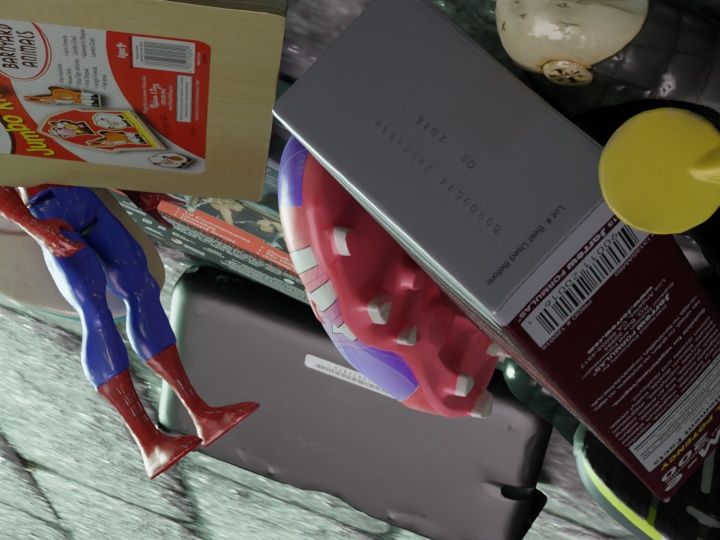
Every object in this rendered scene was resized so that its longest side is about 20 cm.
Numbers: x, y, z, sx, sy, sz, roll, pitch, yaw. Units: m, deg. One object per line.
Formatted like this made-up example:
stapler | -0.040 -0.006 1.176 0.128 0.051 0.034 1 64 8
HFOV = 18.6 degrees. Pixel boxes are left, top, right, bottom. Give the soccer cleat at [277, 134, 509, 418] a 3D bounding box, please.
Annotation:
soccer cleat | 0.000 0.000 0.831 0.076 0.067 0.200 16 163 28

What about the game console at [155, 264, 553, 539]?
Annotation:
game console | 0.006 0.064 1.151 0.199 0.117 0.176 19 132 10

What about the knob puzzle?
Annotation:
knob puzzle | -0.128 -0.076 0.760 0.219 0.031 0.220 4 163 1

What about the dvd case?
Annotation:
dvd case | -0.041 -0.034 0.912 0.146 0.022 0.200 25 163 -7

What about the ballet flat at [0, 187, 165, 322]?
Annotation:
ballet flat | -0.167 -0.042 0.948 0.200 0.070 0.069 26 167 29

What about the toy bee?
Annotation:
toy bee | 0.139 -0.041 0.572 0.130 0.109 0.200 -8 177 -16

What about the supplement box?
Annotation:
supplement box | 0.060 -0.004 0.727 0.109 0.061 0.200 44 179 30

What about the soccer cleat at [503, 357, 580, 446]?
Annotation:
soccer cleat | 0.144 0.094 0.963 0.200 0.081 0.067 28 162 -18

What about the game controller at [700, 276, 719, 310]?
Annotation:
game controller | 0.202 0.059 0.877 0.200 0.042 0.104 27 148 -15

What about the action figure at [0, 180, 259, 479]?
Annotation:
action figure | -0.112 -0.017 0.880 0.052 0.065 0.200 -38 85 41

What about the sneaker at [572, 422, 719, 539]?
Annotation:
sneaker | 0.165 0.112 0.874 0.200 0.074 0.081 29 150 -14

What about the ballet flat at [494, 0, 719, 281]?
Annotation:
ballet flat | 0.109 -0.029 0.679 0.066 0.057 0.200 2 153 47
